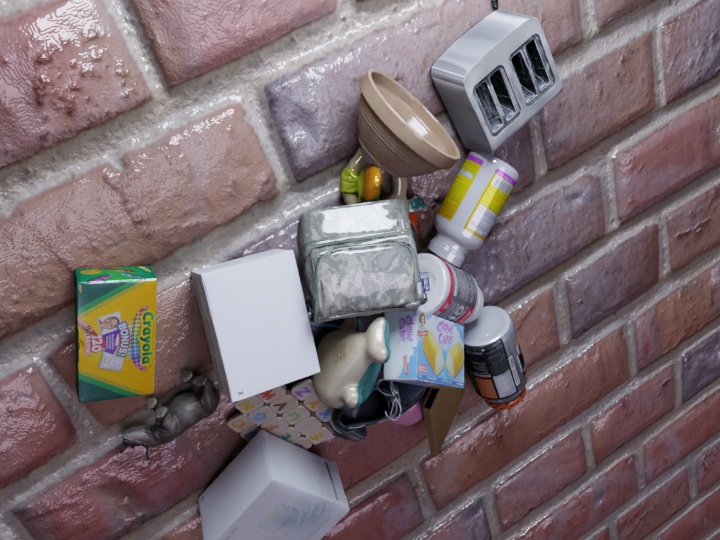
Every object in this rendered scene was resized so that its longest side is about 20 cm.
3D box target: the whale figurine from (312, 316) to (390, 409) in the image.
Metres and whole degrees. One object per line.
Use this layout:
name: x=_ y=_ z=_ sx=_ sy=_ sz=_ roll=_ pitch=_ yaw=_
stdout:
whale figurine: x=0.001 y=0.154 z=1.172 sx=0.102 sy=0.163 sz=0.199 roll=19 pitch=141 yaw=-30

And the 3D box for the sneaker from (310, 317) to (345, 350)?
sneaker: x=-0.114 y=0.122 z=1.258 sx=0.197 sy=0.073 sz=0.083 roll=-32 pitch=106 yaw=-17

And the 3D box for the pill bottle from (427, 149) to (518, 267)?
pill bottle: x=0.201 y=-0.113 z=1.290 sx=0.103 sy=0.104 sz=0.203 roll=24 pitch=98 yaw=-34

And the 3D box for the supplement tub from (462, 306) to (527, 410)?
supplement tub: x=0.277 y=0.186 z=1.458 sx=0.121 sy=0.122 sz=0.203 roll=-31 pitch=124 yaw=-12

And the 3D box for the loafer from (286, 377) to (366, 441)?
loafer: x=-0.070 y=0.274 z=1.351 sx=0.063 sy=0.073 sz=0.199 roll=-38 pitch=120 yaw=17

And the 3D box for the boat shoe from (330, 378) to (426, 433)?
boat shoe: x=0.039 y=0.235 z=1.265 sx=0.195 sy=0.062 sz=0.077 roll=-15 pitch=83 yaw=-18

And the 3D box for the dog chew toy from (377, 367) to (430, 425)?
dog chew toy: x=0.099 y=0.196 z=1.372 sx=0.123 sy=0.124 sz=0.204 roll=24 pitch=91 yaw=-34

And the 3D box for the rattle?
rattle: x=0.069 y=-0.123 z=1.197 sx=0.199 sy=0.141 sz=0.132 roll=40 pitch=67 yaw=-27

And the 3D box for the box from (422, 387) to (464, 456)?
box: x=0.170 y=0.257 z=1.409 sx=0.165 sy=0.021 sz=0.202 roll=-60 pitch=154 yaw=-31

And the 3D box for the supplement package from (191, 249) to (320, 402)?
supplement package: x=-0.170 y=0.083 z=1.134 sx=0.152 sy=0.110 sz=0.206 roll=-15 pitch=98 yaw=-21

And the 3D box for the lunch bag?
lunch bag: x=0.001 y=-0.007 z=1.132 sx=0.194 sy=0.172 sz=0.140 roll=-7 pitch=161 yaw=-11

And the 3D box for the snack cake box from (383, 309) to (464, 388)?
snack cake box: x=0.115 y=0.141 z=1.230 sx=0.198 sy=0.066 sz=0.119 roll=21 pitch=68 yaw=-56

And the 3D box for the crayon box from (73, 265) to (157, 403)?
crayon box: x=-0.382 y=0.098 z=1.094 sx=0.116 sy=0.058 sz=0.205 roll=-3 pitch=113 yaw=-27

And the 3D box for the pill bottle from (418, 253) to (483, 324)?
pill bottle: x=0.156 y=0.043 z=1.313 sx=0.198 sy=0.110 sz=0.112 roll=20 pitch=103 yaw=-55

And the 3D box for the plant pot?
plant pot: x=0.060 y=-0.218 z=1.124 sx=0.198 sy=0.203 sz=0.093 roll=29 pitch=118 yaw=-35

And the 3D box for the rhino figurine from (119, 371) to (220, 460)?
rhino figurine: x=-0.325 y=0.253 z=1.195 sx=0.198 sy=0.060 sz=0.088 roll=-36 pitch=135 yaw=-6

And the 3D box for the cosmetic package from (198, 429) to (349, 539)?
cosmetic package: x=-0.163 y=0.436 z=1.307 sx=0.198 sy=0.124 sz=0.200 roll=33 pitch=108 yaw=-33

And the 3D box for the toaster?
toaster: x=0.231 y=-0.330 z=1.201 sx=0.180 sy=0.118 sz=0.202 roll=-40 pitch=125 yaw=-8

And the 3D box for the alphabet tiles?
alphabet tiles: x=-0.137 y=0.270 z=1.280 sx=0.192 sy=0.015 sz=0.201 roll=-27 pitch=130 yaw=16
